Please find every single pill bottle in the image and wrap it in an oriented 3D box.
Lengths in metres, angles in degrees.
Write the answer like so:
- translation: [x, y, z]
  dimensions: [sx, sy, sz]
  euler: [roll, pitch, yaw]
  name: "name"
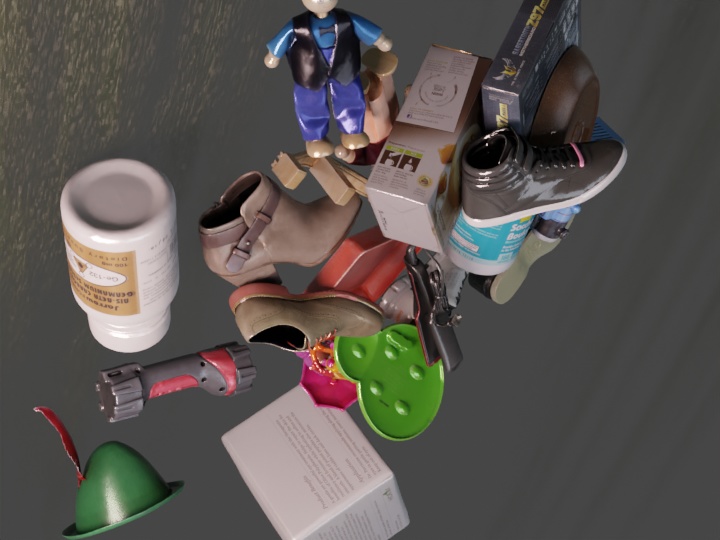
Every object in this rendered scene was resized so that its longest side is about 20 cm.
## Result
- translation: [0.177, -0.099, 1.792]
  dimensions: [0.110, 0.111, 0.201]
  euler: [-16, 142, -34]
  name: "pill bottle"
- translation: [-0.245, -0.010, 1.439]
  dimensions: [0.114, 0.114, 0.201]
  euler: [-25, 147, -23]
  name: "pill bottle"

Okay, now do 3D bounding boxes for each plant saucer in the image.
- translation: [0.000, 0.000, 1.737]
  dimensions: [0.199, 0.037, 0.200]
  euler: [-25, 160, -49]
  name: "plant saucer"
- translation: [0.246, -0.166, 1.669]
  dimensions: [0.201, 0.036, 0.201]
  euler: [-53, 154, -40]
  name: "plant saucer"

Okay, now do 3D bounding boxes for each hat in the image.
- translation: [-0.327, 0.226, 1.752]
  dimensions: [0.165, 0.177, 0.200]
  euler: [-24, -176, -28]
  name: "hat"

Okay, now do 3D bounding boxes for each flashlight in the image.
- translation: [-0.225, 0.139, 1.703]
  dimensions: [0.199, 0.068, 0.068]
  euler: [-15, 145, -38]
  name: "flashlight"

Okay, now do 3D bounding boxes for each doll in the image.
- translation: [-0.031, -0.218, 1.443]
  dimensions: [0.135, 0.049, 0.201]
  euler: [-13, 129, -6]
  name: "doll"

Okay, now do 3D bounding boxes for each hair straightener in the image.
- translation: [0.102, 0.042, 1.743]
  dimensions: [0.041, 0.077, 0.201]
  euler: [-34, 125, -36]
  name: "hair straightener"

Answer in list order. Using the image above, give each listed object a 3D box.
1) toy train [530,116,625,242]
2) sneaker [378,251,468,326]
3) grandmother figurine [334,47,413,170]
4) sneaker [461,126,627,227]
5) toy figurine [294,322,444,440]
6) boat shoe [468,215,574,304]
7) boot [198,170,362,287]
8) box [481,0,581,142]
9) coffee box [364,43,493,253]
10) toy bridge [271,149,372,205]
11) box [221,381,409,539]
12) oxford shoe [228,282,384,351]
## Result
- translation: [0.260, -0.127, 1.842]
  dimensions: [0.086, 0.114, 0.201]
  euler: [-9, 137, -40]
  name: "toy train"
- translation: [0.110, 0.026, 1.887]
  dimensions: [0.200, 0.080, 0.074]
  euler: [-38, 154, -37]
  name: "sneaker"
- translation: [0.023, -0.162, 1.594]
  dimensions: [0.121, 0.061, 0.200]
  euler: [-30, 146, -3]
  name: "grandmother figurine"
- translation: [0.201, -0.121, 1.549]
  dimensions: [0.199, 0.071, 0.099]
  euler: [-20, 139, 0]
  name: "sneaker"
- translation: [-0.021, 0.131, 1.834]
  dimensions: [0.200, 0.183, 0.151]
  euler: [38, 65, -34]
  name: "toy figurine"
- translation: [0.232, -0.042, 1.979]
  dimensions: [0.201, 0.063, 0.074]
  euler: [-47, 141, -15]
  name: "boat shoe"
- translation: [-0.093, -0.062, 1.593]
  dimensions: [0.200, 0.070, 0.147]
  euler: [-45, 140, -14]
  name: "boot"
- translation: [0.201, -0.232, 1.616]
  dimensions: [0.201, 0.051, 0.158]
  euler: [-62, 158, -25]
  name: "box"
- translation: [0.087, -0.139, 1.581]
  dimensions: [0.115, 0.079, 0.201]
  euler: [66, 45, -61]
  name: "coffee box"
- translation: [-0.032, -0.106, 1.594]
  dimensions: [0.027, 0.067, 0.199]
  euler: [-51, 147, 19]
  name: "toy bridge"
- translation: [-0.060, 0.297, 1.958]
  dimensions: [0.171, 0.199, 0.200]
  euler: [-33, 149, -11]
  name: "box"
- translation: [-0.057, 0.067, 1.625]
  dimensions: [0.199, 0.075, 0.071]
  euler: [5, 140, -27]
  name: "oxford shoe"
